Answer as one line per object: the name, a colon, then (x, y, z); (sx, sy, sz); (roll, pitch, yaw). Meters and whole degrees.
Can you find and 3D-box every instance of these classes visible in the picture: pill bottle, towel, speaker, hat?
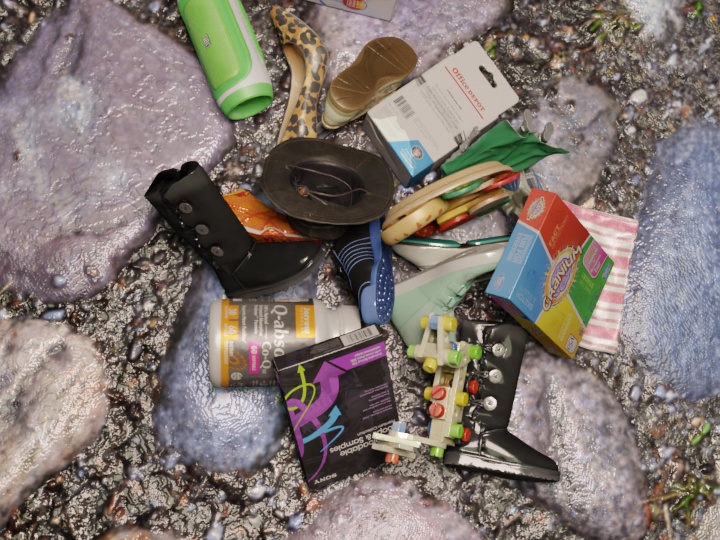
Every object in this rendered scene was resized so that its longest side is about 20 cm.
pill bottle: (-0.101, 0.095, 1.312); (0.196, 0.116, 0.119); (-1, 78, -7)
towel: (0.316, 0.006, 1.425); (0.144, 0.030, 0.203); (14, 77, -3)
speaker: (-0.192, -0.320, 1.405); (0.087, 0.089, 0.203); (-21, 81, -11)
hat: (-0.047, -0.094, 1.333); (0.197, 0.082, 0.202); (7, 38, -5)

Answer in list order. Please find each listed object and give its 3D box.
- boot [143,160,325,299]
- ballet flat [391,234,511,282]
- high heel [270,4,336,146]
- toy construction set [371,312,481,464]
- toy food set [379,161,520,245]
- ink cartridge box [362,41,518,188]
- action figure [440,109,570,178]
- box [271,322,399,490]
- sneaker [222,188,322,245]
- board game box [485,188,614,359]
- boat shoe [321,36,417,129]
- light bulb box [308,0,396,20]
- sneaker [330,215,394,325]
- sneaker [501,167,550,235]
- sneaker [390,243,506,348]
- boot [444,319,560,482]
boot: (-0.162, -0.061, 1.285); (0.163, 0.066, 0.201); (-21, 117, 25)
ballet flat: (0.141, -0.015, 1.396); (0.196, 0.069, 0.071); (-2, 78, -8)
high heel: (-0.106, -0.268, 1.408); (0.142, 0.071, 0.201); (-36, 93, -19)
toy construction set: (0.094, 0.160, 1.268); (0.091, 0.131, 0.203); (21, 85, 32)
toy food set: (0.119, -0.087, 1.315); (0.196, 0.200, 0.049); (-25, 83, 8)
ink cartridge box: (0.115, -0.225, 1.429); (0.199, 0.068, 0.117); (-35, 84, -12)
action figure: (0.176, -0.158, 1.366); (0.117, 0.199, 0.056); (24, 62, -30)
box: (-0.024, 0.179, 1.285); (0.141, 0.036, 0.203); (-18, 122, -10)
sneaker: (-0.146, -0.073, 1.366); (0.197, 0.073, 0.078); (14, 68, -6)
board game box: (0.256, 0.008, 1.322); (0.040, 0.199, 0.155); (16, 75, 43)
boat shoe: (0.009, -0.269, 1.410); (0.073, 0.063, 0.200); (45, 50, 5)
light bulb box: (-0.026, -0.469, 1.398); (0.197, 0.198, 0.127); (13, 79, -3)
sneaker: (0.000, 0.000, 1.336); (0.077, 0.071, 0.202); (-15, 42, 17)
sneaker: (0.233, -0.106, 1.416); (0.084, 0.077, 0.202); (14, 47, -42)
sneaker: (0.129, 0.045, 1.331); (0.199, 0.073, 0.120); (-26, 90, 33)
boot: (0.203, 0.176, 1.355); (0.162, 0.066, 0.203); (12, 73, -6)
